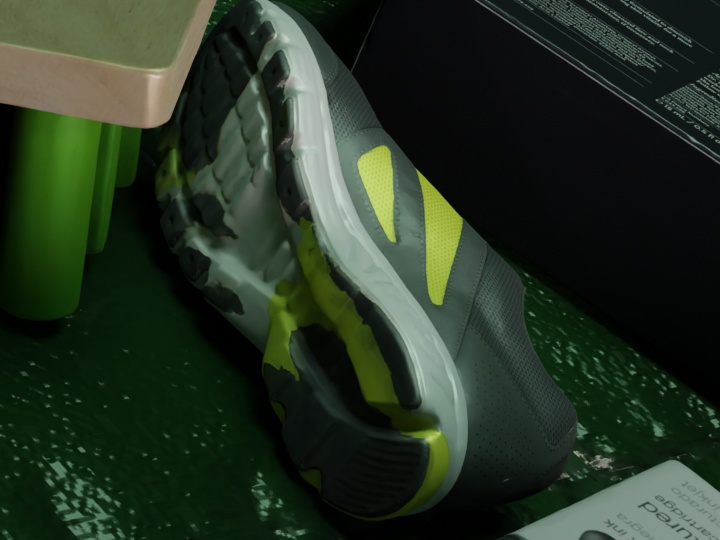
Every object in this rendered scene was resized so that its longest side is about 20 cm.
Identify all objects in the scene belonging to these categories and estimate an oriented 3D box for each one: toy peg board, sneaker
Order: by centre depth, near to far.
[{"bbox_3d":[-0.144,-0.074,0.910,0.198,0.098,0.200,10,27,2],"label":"toy peg board"},{"bbox_3d":[0.000,0.000,0.917,0.084,0.075,0.201,14,41,-40],"label":"sneaker"}]

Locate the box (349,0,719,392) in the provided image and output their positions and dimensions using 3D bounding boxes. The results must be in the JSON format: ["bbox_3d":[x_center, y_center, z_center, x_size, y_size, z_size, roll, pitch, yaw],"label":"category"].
[{"bbox_3d":[0.111,-0.044,1.074,0.200,0.079,0.141,36,31,17],"label":"box"}]

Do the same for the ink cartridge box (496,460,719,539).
[{"bbox_3d":[0.062,0.139,0.710,0.146,0.085,0.200,39,29,21],"label":"ink cartridge box"}]
